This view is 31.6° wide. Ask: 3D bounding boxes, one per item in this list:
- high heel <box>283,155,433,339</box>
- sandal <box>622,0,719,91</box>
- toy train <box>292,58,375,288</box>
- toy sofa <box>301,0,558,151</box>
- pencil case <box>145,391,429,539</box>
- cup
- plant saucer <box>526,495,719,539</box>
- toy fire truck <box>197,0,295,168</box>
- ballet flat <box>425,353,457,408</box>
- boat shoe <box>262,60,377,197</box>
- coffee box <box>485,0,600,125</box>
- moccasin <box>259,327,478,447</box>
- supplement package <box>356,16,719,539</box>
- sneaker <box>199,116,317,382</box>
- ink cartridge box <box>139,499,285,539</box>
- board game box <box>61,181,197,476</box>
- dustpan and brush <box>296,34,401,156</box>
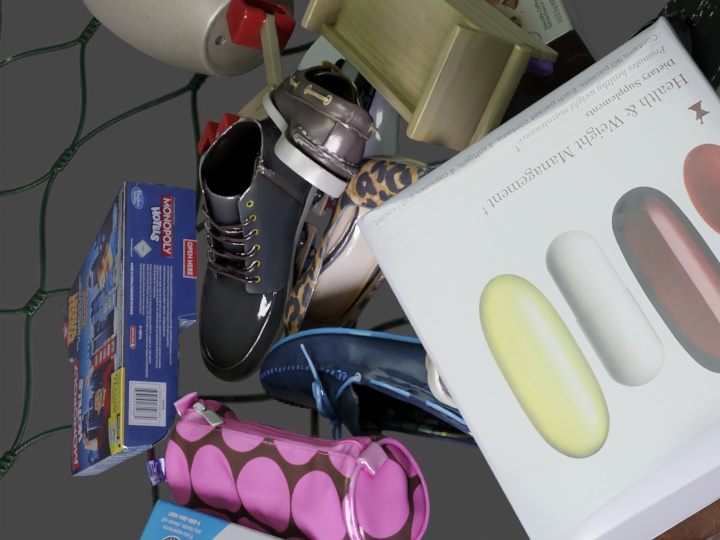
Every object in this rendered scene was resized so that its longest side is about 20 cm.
[{"bbox_3d":[0.000,0.000,0.897,0.200,0.071,0.144,155,136,-71],"label":"high heel"},{"bbox_3d":[0.202,-0.125,0.891,0.075,0.048,0.202,22,76,44],"label":"sandal"},{"bbox_3d":[-0.032,-0.072,1.007,0.034,0.046,0.202,24,96,28],"label":"toy train"},{"bbox_3d":[0.046,-0.163,0.912,0.200,0.097,0.084,51,123,47],"label":"toy sofa"},{"bbox_3d":[-0.049,0.138,0.857,0.198,0.095,0.090,4,19,41],"label":"pencil case"},{"bbox_3d":[-0.140,-0.263,1.170,0.200,0.200,0.143,-44,63,4],"label":"cup"},{"bbox_3d":[0.175,0.096,0.746,0.198,0.032,0.203,-12,62,24],"label":"plant saucer"},{"bbox_3d":[-0.088,-0.122,1.065,0.142,0.048,0.201,-61,34,35],"label":"toy fire truck"},{"bbox_3d":[0.112,0.002,0.796,0.200,0.068,0.062,-43,15,1],"label":"ballet flat"},{"bbox_3d":[-0.026,-0.111,0.891,0.060,0.071,0.200,-54,15,13],"label":"boat shoe"},{"bbox_3d":[0.108,-0.196,0.990,0.112,0.080,0.202,-28,47,19],"label":"coffee box"},{"bbox_3d":[0.006,0.083,0.872,0.198,0.081,0.069,-4,52,37],"label":"moccasin"},{"bbox_3d":[0.138,0.022,0.666,0.190,0.147,0.201,-33,69,9],"label":"supplement package"},{"bbox_3d":[-0.096,-0.016,0.945,0.074,0.106,0.203,16,93,22],"label":"sneaker"},{"bbox_3d":[-0.105,0.269,0.825,0.145,0.086,0.202,7,66,41],"label":"ink cartridge box"},{"bbox_3d":[-0.190,0.058,1.019,0.200,0.061,0.203,149,123,-60],"label":"board game box"},{"bbox_3d":[-0.031,-0.148,1.083,0.198,0.057,0.142,-2,80,35],"label":"dustpan and brush"}]
